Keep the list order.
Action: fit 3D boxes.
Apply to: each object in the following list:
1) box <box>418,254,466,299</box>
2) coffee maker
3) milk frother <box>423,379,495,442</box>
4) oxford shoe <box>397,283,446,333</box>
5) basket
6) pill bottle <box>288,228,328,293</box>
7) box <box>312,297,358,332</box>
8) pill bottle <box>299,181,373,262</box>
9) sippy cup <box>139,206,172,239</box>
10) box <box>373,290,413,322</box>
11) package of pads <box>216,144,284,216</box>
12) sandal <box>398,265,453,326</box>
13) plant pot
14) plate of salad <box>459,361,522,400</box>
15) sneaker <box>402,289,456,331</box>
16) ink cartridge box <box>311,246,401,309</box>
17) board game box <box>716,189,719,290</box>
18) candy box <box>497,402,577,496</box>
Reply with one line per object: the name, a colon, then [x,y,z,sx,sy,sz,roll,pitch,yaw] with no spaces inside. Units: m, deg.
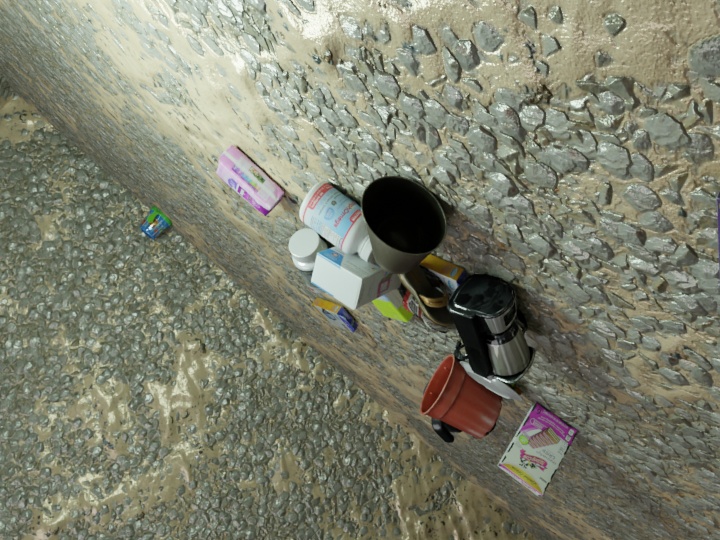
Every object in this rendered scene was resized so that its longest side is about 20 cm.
box: [0.179,0.016,1.415,0.197,0.042,0.120,25,158,34]
coffee maker: [0.256,0.123,1.302,0.187,0.136,0.203,-7,127,28]
milk frother: [0.343,0.478,2.113,0.196,0.184,0.189,-22,131,20]
oxford shoe: [0.152,0.088,1.597,0.201,0.073,0.084,48,165,-24]
basket: [0.080,-0.076,1.242,0.179,0.137,0.201,37,166,9]
pill bottle: [-0.138,-0.028,1.833,0.112,0.115,0.201,28,160,28]
box: [-0.091,0.170,2.334,0.198,0.042,0.120,13,149,52]
pill bottle: [-0.038,-0.110,1.431,0.198,0.110,0.109,35,163,11]
sippy cup: [-1.087,-0.242,3.240,0.138,0.131,0.179,26,159,36]
box: [0.058,0.062,1.761,0.201,0.048,0.121,49,160,-28]
package of pads: [-0.310,-0.246,1.711,0.199,0.076,0.120,42,165,-8]
sandal: [0.159,0.048,1.370,0.053,0.081,0.201,-20,117,45]
plant pot: [0.310,0.391,1.850,0.192,0.204,0.201,30,163,-3]
plate of salad: [0.368,0.300,1.717,0.197,0.049,0.200,32,171,6]
sneaker: [0.186,0.107,1.491,0.198,0.080,0.081,26,178,-41]
ink cartridge box: [0.000,0.000,1.477,0.143,0.198,0.087,29,119,27]
board game box: [0.487,-0.013,0.672,0.163,0.057,0.201,21,155,43]
candy box: [0.484,0.488,1.680,0.135,0.202,0.061,32,163,16]
